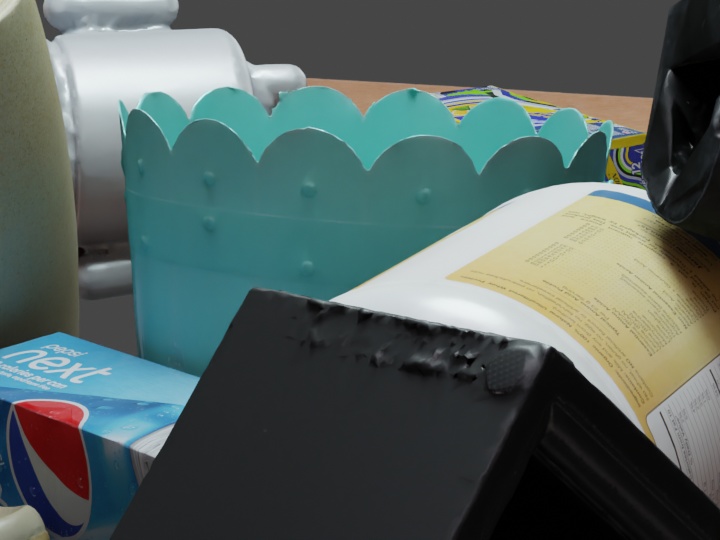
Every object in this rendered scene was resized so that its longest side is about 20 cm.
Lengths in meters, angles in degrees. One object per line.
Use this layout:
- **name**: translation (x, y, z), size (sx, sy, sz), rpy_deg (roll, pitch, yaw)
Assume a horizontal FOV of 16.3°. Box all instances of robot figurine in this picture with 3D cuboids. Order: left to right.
- **robot figurine**: translation (-0.128, -0.070, 1.341), size (0.199, 0.170, 0.113), rpy_deg (-3, -11, -16)

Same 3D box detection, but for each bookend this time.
- **bookend**: translation (0.017, 0.142, 0.534), size (0.092, 0.199, 0.200), rpy_deg (11, 65, 47)

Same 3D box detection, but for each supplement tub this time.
- **supplement tub**: translation (0.045, 0.061, 0.787), size (0.144, 0.145, 0.200), rpy_deg (3, 16, 28)

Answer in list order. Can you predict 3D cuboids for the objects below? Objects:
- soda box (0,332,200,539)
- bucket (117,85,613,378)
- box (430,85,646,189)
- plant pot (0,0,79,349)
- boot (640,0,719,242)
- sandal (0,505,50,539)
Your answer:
- **soda box**: translation (-0.086, 0.076, 0.940), size (0.068, 0.064, 0.200), rpy_deg (-15, 16, -35)
- **bucket**: translation (0.000, 0.000, 1.023), size (0.206, 0.135, 0.207), rpy_deg (3, 9, -1)
- **box**: translation (0.087, -0.053, 1.383), size (0.064, 0.070, 0.200), rpy_deg (-9, 14, -20)
- **plant pot**: translation (-0.198, -0.050, 1.051), size (0.186, 0.201, 0.188), rpy_deg (8, 42, -8)
- **boot**: translation (0.182, 0.007, 0.814), size (0.200, 0.165, 0.066), rpy_deg (28, -47, -29)
- **sandal**: translation (-0.204, 0.088, 0.941), size (0.199, 0.054, 0.080), rpy_deg (-2, 13, 31)
